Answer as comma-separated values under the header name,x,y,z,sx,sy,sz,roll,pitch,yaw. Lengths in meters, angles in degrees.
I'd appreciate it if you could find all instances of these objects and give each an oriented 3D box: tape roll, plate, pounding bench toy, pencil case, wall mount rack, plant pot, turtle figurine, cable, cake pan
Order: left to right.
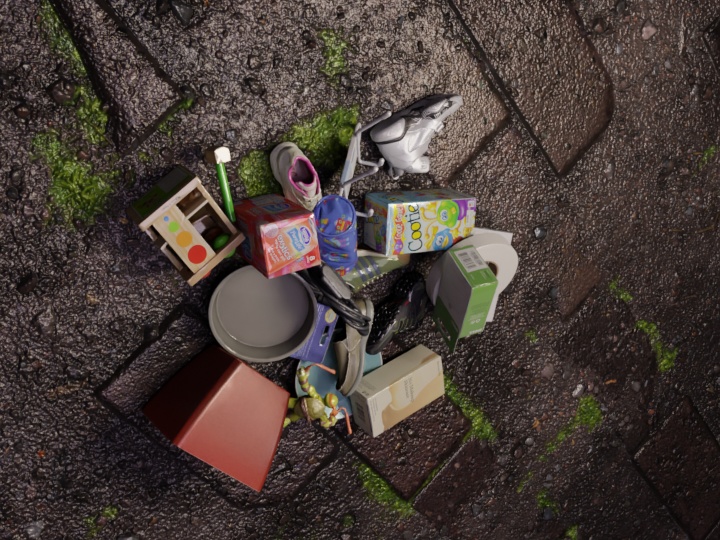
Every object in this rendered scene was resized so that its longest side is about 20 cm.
name,x,y,z,sx,sy,sz,roll,pitch,yaw
pounding bench toy,-0.268,-0.097,1.344,0.200,0.124,0.156,-42,119,-10
plant pot,-0.248,0.254,1.431,0.200,0.199,0.177,39,77,-31
cake pan,-0.178,0.073,1.430,0.198,0.037,0.202,-3,115,-7
turtle figurine,-0.105,0.274,1.536,0.160,0.065,0.201,-14,127,15
cable,-0.056,0.048,1.435,0.051,0.163,0.200,-46,107,-15
pencil case,-0.048,-0.057,1.394,0.086,0.200,0.079,4,67,1
plate,-0.047,0.210,1.609,0.198,0.026,0.203,-9,109,-26
wall mount rack,0.007,-0.193,1.417,0.074,0.174,0.202,10,66,5
tape roll,0.228,0.010,1.603,0.201,0.037,0.204,-18,141,-15

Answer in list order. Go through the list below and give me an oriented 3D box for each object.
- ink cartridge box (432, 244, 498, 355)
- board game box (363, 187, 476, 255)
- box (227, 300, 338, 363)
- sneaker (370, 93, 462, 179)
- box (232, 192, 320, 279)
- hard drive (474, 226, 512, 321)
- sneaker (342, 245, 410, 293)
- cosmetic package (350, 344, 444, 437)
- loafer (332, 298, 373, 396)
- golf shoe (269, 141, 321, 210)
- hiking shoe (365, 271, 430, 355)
name,x,y,z,sx,sy,sz,roll,pitch,yaw
ink cartridge box,0.201,0.059,1.525,0.059,0.104,0.201,-13,139,-19
board game box,0.117,-0.099,1.554,0.198,0.105,0.104,-6,109,-25
box,-0.149,0.100,1.505,0.198,0.032,0.122,17,97,-20
sneaker,0.121,-0.263,1.527,0.199,0.075,0.116,-28,117,-12
box,-0.155,-0.066,1.368,0.102,0.200,0.096,-16,111,-22
hard drive,0.253,0.008,1.701,0.131,0.025,0.202,6,102,-28
sneaker,0.000,0.000,1.546,0.198,0.067,0.091,2,102,-20
cosmetic package,0.078,0.250,1.636,0.199,0.071,0.106,-27,123,-27
loafer,-0.027,0.151,1.553,0.069,0.075,0.202,8,98,-16
golf shoe,-0.103,-0.136,1.438,0.075,0.091,0.201,-33,119,-16
hiking shoe,0.086,0.105,1.609,0.201,0.075,0.101,-52,124,-14
